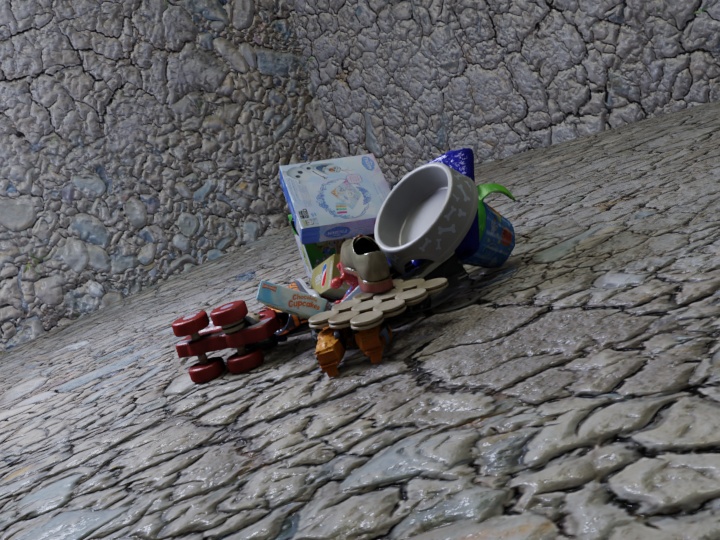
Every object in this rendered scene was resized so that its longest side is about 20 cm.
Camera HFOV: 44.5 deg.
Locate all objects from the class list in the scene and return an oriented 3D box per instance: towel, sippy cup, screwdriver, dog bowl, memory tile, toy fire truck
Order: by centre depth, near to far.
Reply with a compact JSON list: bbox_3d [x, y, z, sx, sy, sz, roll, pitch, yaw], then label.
[{"bbox_3d":[0.028,0.051,1.340,0.198,0.017,0.152,-25,14,-40],"label":"memory tile"},{"bbox_3d":[0.104,-0.093,1.476,0.199,0.058,0.202,-34,37,30],"label":"dog bowl"},{"bbox_3d":[0.142,-0.105,1.550,0.049,0.204,0.147,18,-31,-36],"label":"towel"},{"bbox_3d":[-0.230,0.109,1.579,0.197,0.114,0.168,-15,12,22],"label":"toy fire truck"},{"bbox_3d":[-0.120,0.120,1.594,0.197,0.028,0.029,-11,41,25],"label":"screwdriver"},{"bbox_3d":[0.207,-0.066,1.598,0.129,0.142,0.176,19,-28,-37],"label":"sippy cup"}]

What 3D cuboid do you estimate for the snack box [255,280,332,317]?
[{"bbox_3d":[-0.110,0.058,1.519,0.114,0.038,0.200,16,-5,2],"label":"snack box"}]

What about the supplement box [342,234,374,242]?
[{"bbox_3d":[0.075,-0.046,1.759,0.197,0.133,0.103,-16,9,-18],"label":"supplement box"}]

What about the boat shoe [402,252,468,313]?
[{"bbox_3d":[0.089,0.044,1.472,0.199,0.068,0.072,-35,12,3],"label":"boat shoe"}]

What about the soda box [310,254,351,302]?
[{"bbox_3d":[-0.045,0.019,1.706,0.066,0.065,0.200,8,-9,-14],"label":"soda box"}]

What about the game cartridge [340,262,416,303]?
[{"bbox_3d":[0.033,0.033,1.571,0.133,0.041,0.199,-39,-7,31],"label":"game cartridge"}]

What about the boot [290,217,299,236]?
[{"bbox_3d":[-0.094,-0.141,1.805,0.198,0.077,0.168,15,44,35],"label":"boot"}]

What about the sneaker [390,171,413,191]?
[{"bbox_3d":[0.096,-0.154,1.776,0.110,0.075,0.199,-10,0,29],"label":"sneaker"}]

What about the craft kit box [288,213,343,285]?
[{"bbox_3d":[-0.036,-0.060,1.919,0.198,0.201,0.048,-23,9,-23],"label":"craft kit box"}]

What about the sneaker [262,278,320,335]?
[{"bbox_3d":[-0.148,0.073,1.749,0.110,0.079,0.200,-20,9,-16],"label":"sneaker"}]

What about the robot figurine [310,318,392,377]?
[{"bbox_3d":[-0.011,0.099,1.358,0.143,0.059,0.200,-18,10,8],"label":"robot figurine"}]

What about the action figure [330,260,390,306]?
[{"bbox_3d":[0.000,0.000,1.588,0.199,0.066,0.099,-29,-5,-46],"label":"action figure"}]

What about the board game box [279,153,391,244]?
[{"bbox_3d":[-0.042,-0.142,1.705,0.195,0.044,0.202,-10,44,-12],"label":"board game box"}]

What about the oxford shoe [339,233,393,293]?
[{"bbox_3d":[0.008,-0.029,1.446,0.069,0.076,0.200,-13,20,-14],"label":"oxford shoe"}]
